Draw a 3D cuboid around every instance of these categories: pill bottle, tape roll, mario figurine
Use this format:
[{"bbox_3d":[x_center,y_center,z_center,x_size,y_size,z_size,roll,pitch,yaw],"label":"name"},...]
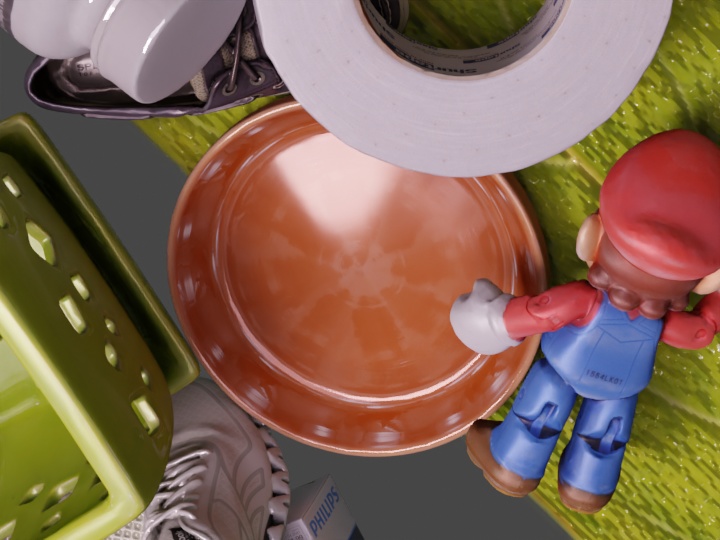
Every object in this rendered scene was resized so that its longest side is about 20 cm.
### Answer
[{"bbox_3d":[-0.153,-0.172,1.403,0.200,0.111,0.111,40,117,14],"label":"pill bottle"},{"bbox_3d":[0.047,-0.148,1.386,0.200,0.066,0.200,0,106,-1],"label":"tape roll"},{"bbox_3d":[0.126,0.016,1.453,0.106,0.123,0.200,41,119,32],"label":"mario figurine"}]

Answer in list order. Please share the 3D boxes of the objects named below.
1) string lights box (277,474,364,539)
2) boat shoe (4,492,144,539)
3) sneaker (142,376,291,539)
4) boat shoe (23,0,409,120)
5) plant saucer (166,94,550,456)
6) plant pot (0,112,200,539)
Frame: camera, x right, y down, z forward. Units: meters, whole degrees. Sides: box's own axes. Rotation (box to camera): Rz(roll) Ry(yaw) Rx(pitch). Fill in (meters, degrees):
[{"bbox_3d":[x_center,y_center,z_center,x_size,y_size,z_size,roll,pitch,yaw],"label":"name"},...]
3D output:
[{"bbox_3d":[-0.022,0.221,1.589,0.103,0.059,0.200,-22,105,23],"label":"string lights box"},{"bbox_3d":[-0.183,0.167,1.607,0.200,0.062,0.075,-36,80,22],"label":"boat shoe"},{"bbox_3d":[-0.080,0.132,1.501,0.075,0.200,0.081,-29,141,20],"label":"sneaker"},{"bbox_3d":[-0.074,-0.110,1.460,0.200,0.065,0.072,-9,108,17],"label":"boat shoe"},{"bbox_3d":[0.000,0.000,1.506,0.200,0.032,0.200,6,114,13],"label":"plant saucer"},{"bbox_3d":[-0.209,0.047,1.497,0.200,0.182,0.199,-29,103,23],"label":"plant pot"}]
